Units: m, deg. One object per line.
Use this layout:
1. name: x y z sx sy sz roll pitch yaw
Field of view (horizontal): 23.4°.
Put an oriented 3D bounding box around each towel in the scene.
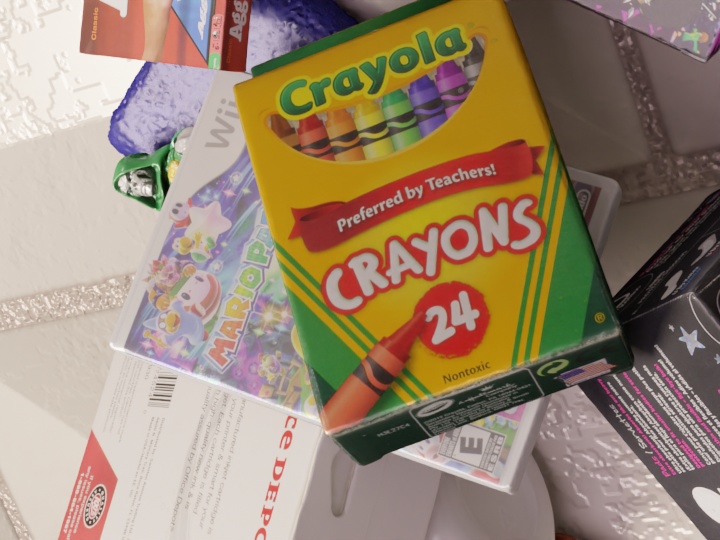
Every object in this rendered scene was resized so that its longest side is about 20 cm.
1. towel: -0.020 -0.060 0.884 0.200 0.050 0.148 39 122 2

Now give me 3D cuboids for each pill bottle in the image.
1. pill bottle: 0.000 0.155 0.939 0.200 0.112 0.113 -33 97 35

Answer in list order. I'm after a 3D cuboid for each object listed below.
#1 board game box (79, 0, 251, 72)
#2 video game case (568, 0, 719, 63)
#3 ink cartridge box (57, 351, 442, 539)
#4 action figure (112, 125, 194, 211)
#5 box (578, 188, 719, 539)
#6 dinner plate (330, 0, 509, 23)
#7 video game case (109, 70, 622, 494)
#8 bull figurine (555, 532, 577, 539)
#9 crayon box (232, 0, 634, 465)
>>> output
1. board game box: -0.084 -0.196 0.802 0.103 0.019 0.201 12 99 43
2. video game case: 0.105 -0.214 0.724 0.181 0.036 0.201 26 112 13
3. ink cartridge box: -0.053 0.099 0.873 0.083 0.147 0.200 26 164 -36
4. action figure: -0.032 -0.027 0.847 0.199 0.055 0.119 15 121 21
5. box: 0.209 0.061 0.759 0.200 0.132 0.115 50 150 -4
6. dinner plate: 0.007 -0.204 0.809 0.199 0.024 0.201 11 118 22
7. video game case: 0.000 0.000 0.779 0.199 0.018 0.144 18 82 19
8. bull figurine: 0.157 0.218 0.904 0.200 0.122 0.065 27 166 22
9. crayon box: 0.024 -0.034 0.739 0.127 0.051 0.201 -21 65 8
